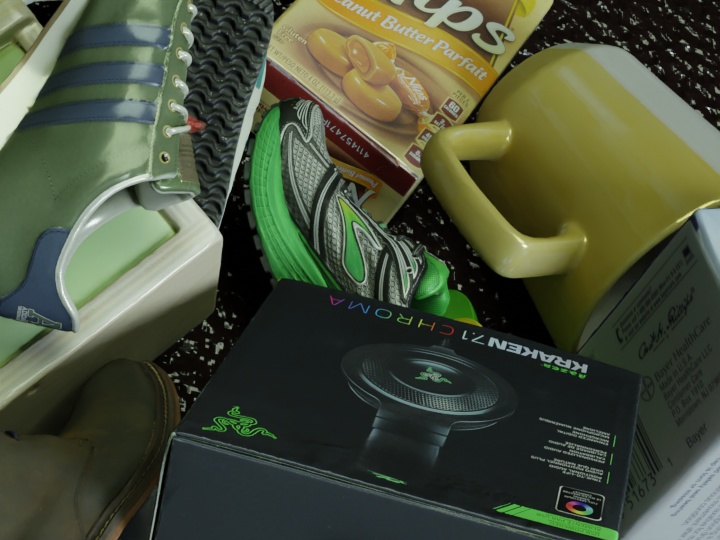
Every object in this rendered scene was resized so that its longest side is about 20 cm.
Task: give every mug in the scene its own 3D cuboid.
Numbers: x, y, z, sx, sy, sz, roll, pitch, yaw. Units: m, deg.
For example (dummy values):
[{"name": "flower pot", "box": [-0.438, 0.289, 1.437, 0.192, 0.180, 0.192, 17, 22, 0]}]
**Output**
[{"name": "mug", "box": [0.129, -0.049, 1.106, 0.154, 0.149, 0.187, 56, 6, 29]}]

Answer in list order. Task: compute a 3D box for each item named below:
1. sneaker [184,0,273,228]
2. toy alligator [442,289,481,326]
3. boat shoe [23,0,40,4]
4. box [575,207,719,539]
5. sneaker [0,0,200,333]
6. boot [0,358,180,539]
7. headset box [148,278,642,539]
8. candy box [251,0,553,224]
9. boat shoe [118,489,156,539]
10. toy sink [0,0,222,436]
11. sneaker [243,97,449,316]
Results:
[{"name": "sneaker", "box": [-0.092, -0.047, 1.033, 0.070, 0.093, 0.201, 18, 74, 4]}, {"name": "toy alligator", "box": [0.063, 0.091, 1.018, 0.054, 0.059, 0.201, -27, 51, 2]}, {"name": "boat shoe", "box": [-0.142, -0.175, 1.052, 0.198, 0.073, 0.062, -3, 61, 9]}, {"name": "box", "box": [0.217, 0.064, 1.049, 0.198, 0.184, 0.106, 0, 53, -31]}, {"name": "sneaker", "box": [-0.097, -0.063, 0.844, 0.090, 0.067, 0.201, 35, 77, 2]}, {"name": "boot", "box": [-0.132, 0.077, 0.802, 0.097, 0.075, 0.201, 37, 27, -16]}, {"name": "headset box", "box": [0.016, 0.095, 0.835, 0.172, 0.094, 0.200, 15, 20, 7]}, {"name": "candy box", "box": [0.019, -0.125, 1.170, 0.115, 0.055, 0.200, 38, 46, -1]}, {"name": "boat shoe", "box": [-0.086, 0.150, 0.878, 0.068, 0.074, 0.201, 15, 50, -27]}, {"name": "toy sink", "box": [-0.173, -0.034, 0.913, 0.130, 0.112, 0.200, -37, 77, -18]}, {"name": "sneaker", "box": [0.000, 0.000, 1.028, 0.085, 0.078, 0.201, -23, 68, 6]}]
